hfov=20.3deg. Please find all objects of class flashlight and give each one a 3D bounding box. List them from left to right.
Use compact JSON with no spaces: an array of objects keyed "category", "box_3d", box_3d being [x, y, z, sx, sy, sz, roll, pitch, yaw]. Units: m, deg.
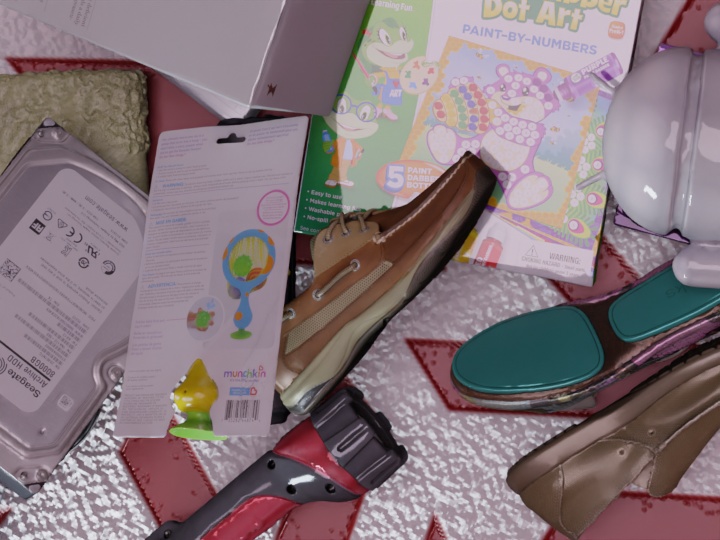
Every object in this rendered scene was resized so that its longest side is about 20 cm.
[{"category":"flashlight","box_3d":[-0.063,0.160,1.298,0.200,0.068,0.068,-42,116,9]}]

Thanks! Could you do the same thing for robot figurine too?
[{"category":"robot figurine","box_3d":[0.231,-0.073,1.197,0.199,0.113,0.171,7,88,8]}]

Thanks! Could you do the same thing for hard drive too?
[{"category":"hard drive","box_3d":[-0.202,0.022,1.256,0.140,0.038,0.200,39,68,-8]}]

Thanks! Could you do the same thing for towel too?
[{"category":"towel","box_3d":[-0.232,-0.060,1.344,0.199,0.036,0.149,-6,88,10]}]

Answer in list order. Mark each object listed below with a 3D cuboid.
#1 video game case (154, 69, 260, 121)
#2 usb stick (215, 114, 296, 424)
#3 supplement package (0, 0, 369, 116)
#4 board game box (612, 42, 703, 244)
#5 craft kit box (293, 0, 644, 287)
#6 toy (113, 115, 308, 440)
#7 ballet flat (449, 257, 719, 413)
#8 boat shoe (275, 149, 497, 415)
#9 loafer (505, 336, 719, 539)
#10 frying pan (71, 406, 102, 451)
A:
[{"category":"video game case","box_3d":[-0.104,-0.222,1.332,0.200,0.023,0.182,37,96,9]},{"category":"usb stick","box_3d":[-0.069,-0.001,1.307,0.055,0.033,0.201,0,94,-5]},{"category":"supplement package","box_3d":[-0.106,-0.183,1.240,0.199,0.117,0.118,24,99,21]},{"category":"board game box","box_3d":[0.269,-0.061,1.262,0.199,0.032,0.121,15,96,9]},{"category":"craft kit box","box_3d":[0.070,-0.104,1.278,0.199,0.049,0.199,10,95,10]},{"category":"toy","box_3d":[-0.083,0.010,1.245,0.115,0.047,0.201,-3,68,31]},{"category":"ballet flat","box_3d":[0.156,0.047,1.258,0.199,0.071,0.069,-24,55,6]},{"category":"boat shoe","box_3d":[0.000,0.000,1.246,0.074,0.076,0.200,43,106,4]},{"category":"loafer","box_3d":[0.188,0.101,1.253,0.199,0.076,0.068,-32,86,16]},{"category":"frying pan","box_3d":[-0.189,0.075,1.325,0.189,0.031,0.116,5,94,22]}]
